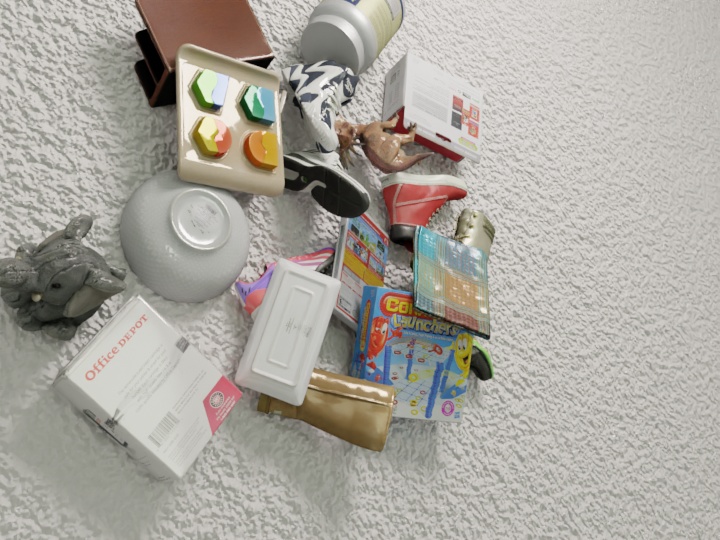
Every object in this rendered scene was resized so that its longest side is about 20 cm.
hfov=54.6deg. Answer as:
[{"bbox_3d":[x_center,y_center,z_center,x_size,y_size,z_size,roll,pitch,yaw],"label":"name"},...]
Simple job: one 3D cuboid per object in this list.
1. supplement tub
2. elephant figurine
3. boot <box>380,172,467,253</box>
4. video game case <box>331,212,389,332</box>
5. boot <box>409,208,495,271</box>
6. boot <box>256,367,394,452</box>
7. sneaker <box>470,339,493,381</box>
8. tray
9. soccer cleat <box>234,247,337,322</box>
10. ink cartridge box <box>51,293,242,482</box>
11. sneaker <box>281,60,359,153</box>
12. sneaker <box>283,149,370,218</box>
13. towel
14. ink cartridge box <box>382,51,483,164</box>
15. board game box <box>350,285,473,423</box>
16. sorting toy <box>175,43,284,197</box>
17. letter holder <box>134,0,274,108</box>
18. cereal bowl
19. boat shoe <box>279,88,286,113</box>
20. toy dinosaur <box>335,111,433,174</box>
[{"bbox_3d":[-0.013,-0.459,1.305,0.145,0.144,0.202,41,54,-13],"label":"supplement tub"},{"bbox_3d":[-0.359,0.005,0.855,0.140,0.199,0.158,29,58,-20],"label":"elephant figurine"},{"bbox_3d":[0.130,-0.104,1.322,0.196,0.072,0.148,-4,80,-34],"label":"boot"},{"bbox_3d":[0.000,0.000,1.181,0.143,0.017,0.205,41,49,-48],"label":"video game case"},{"bbox_3d":[0.176,-0.044,1.298,0.198,0.071,0.159,24,73,-37],"label":"boot"},{"bbox_3d":[-0.042,0.162,1.059,0.195,0.066,0.179,15,74,-2],"label":"boot"},{"bbox_3d":[0.159,0.143,1.251,0.198,0.076,0.085,37,81,-20],"label":"sneaker"},{"bbox_3d":[-0.103,0.085,1.027,0.105,0.022,0.204,20,68,-6],"label":"tray"},{"bbox_3d":[-0.113,0.004,1.113,0.074,0.068,0.199,49,53,3],"label":"soccer cleat"},{"bbox_3d":[-0.281,0.158,0.925,0.200,0.084,0.146,47,53,-13],"label":"ink cartridge box"},{"bbox_3d":[-0.048,-0.296,1.205,0.127,0.080,0.201,-23,51,-8],"label":"sneaker"},{"bbox_3d":[-0.042,-0.162,1.167,0.198,0.077,0.115,28,40,29],"label":"sneaker"},{"bbox_3d":[0.152,0.014,1.162,0.144,0.022,0.203,21,41,-12],"label":"towel"},{"bbox_3d":[0.145,-0.305,1.393,0.196,0.083,0.180,20,62,-26],"label":"ink cartridge box"},{"bbox_3d":[0.087,0.139,1.147,0.195,0.056,0.201,9,88,-24],"label":"board game box"},{"bbox_3d":[-0.192,-0.226,1.059,0.182,0.036,0.206,7,77,-41],"label":"sorting toy"},{"bbox_3d":[-0.265,-0.367,1.128,0.197,0.100,0.145,-22,83,-38],"label":"letter holder"},{"bbox_3d":[-0.249,-0.060,1.031,0.196,0.083,0.205,13,66,-29],"label":"cereal bowl"},{"bbox_3d":[-0.169,-0.223,1.163,0.056,0.067,0.205,14,63,-11],"label":"boat shoe"},{"bbox_3d":[0.032,-0.217,1.253,0.198,0.087,0.135,36,51,26],"label":"toy dinosaur"}]
